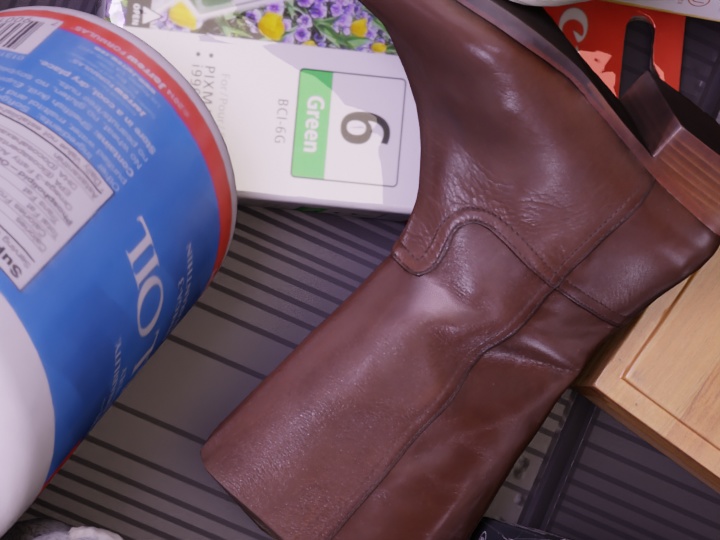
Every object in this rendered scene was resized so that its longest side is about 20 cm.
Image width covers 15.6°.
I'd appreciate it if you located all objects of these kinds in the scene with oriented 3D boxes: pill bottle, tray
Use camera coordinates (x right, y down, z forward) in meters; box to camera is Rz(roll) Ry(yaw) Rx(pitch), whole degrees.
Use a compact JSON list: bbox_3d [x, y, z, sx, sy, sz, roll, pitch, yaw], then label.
[{"bbox_3d":[-0.122,0.015,0.733,0.112,0.112,0.200,44,38,-6],"label":"pill bottle"},{"bbox_3d":[0.169,-0.015,0.888,0.099,0.037,0.200,36,82,-7],"label":"tray"}]

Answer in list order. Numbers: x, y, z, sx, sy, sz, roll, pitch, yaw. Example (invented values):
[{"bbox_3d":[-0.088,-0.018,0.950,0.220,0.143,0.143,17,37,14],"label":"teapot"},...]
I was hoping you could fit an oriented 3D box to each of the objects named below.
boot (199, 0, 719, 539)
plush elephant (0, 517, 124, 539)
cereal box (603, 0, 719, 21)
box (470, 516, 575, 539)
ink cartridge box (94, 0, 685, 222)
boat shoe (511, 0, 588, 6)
[{"bbox_3d":[0.000,0.000,0.807,0.186,0.064,0.200,35,109,-19],"label":"boot"},{"bbox_3d":[-0.076,0.158,0.788,0.155,0.200,0.165,9,85,-31],"label":"plush elephant"},{"bbox_3d":[0.139,-0.141,0.853,0.200,0.040,0.144,8,55,-9],"label":"cereal box"},{"bbox_3d":[0.118,0.179,0.829,0.200,0.124,0.149,19,86,-7],"label":"box"},{"bbox_3d":[0.014,-0.071,0.855,0.200,0.050,0.109,6,87,-9],"label":"ink cartridge box"},{"bbox_3d":[0.098,-0.144,0.782,0.200,0.062,0.075,-34,72,-30],"label":"boat shoe"}]
